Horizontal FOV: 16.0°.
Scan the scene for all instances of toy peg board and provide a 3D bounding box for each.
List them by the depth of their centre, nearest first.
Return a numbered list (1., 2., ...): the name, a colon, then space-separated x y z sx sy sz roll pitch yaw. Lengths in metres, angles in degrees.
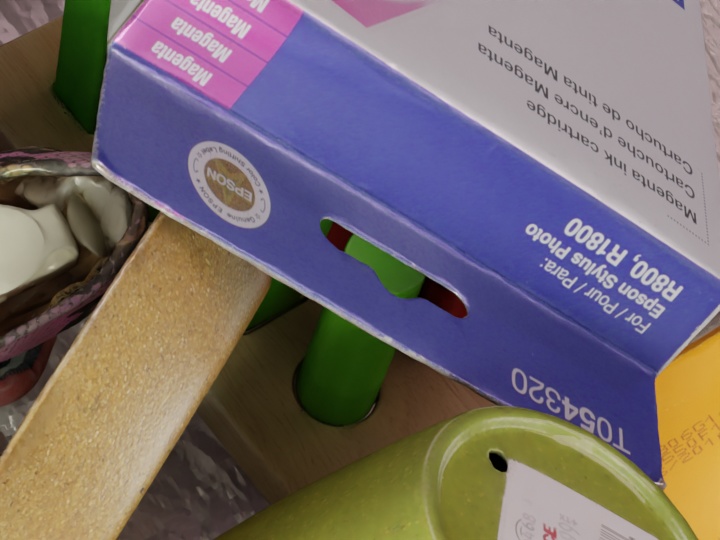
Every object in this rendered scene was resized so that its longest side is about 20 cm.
1. toy peg board: 0.009 -0.053 0.827 0.199 0.098 0.200 -30 70 -27

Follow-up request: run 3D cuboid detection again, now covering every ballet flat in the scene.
1. ballet flat: -0.142 0.016 0.669 0.200 0.071 0.069 -28 86 -23

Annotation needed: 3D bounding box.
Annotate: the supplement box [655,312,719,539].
1. supplement box: 0.147 0.044 0.940 0.074 0.126 0.200 55 24 1

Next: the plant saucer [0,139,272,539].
1. plant saucer: -0.076 0.054 0.706 0.035 0.200 0.200 33 29 -2

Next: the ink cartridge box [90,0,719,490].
1. ink cartridge box: 0.021 -0.061 0.723 0.196 0.043 0.200 30 37 -27

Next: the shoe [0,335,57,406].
1. shoe: -0.136 -0.014 0.807 0.071 0.091 0.200 37 32 -31

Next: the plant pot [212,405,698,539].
1. plant pot: 0.005 0.133 0.699 0.187 0.200 0.187 24 37 -20
